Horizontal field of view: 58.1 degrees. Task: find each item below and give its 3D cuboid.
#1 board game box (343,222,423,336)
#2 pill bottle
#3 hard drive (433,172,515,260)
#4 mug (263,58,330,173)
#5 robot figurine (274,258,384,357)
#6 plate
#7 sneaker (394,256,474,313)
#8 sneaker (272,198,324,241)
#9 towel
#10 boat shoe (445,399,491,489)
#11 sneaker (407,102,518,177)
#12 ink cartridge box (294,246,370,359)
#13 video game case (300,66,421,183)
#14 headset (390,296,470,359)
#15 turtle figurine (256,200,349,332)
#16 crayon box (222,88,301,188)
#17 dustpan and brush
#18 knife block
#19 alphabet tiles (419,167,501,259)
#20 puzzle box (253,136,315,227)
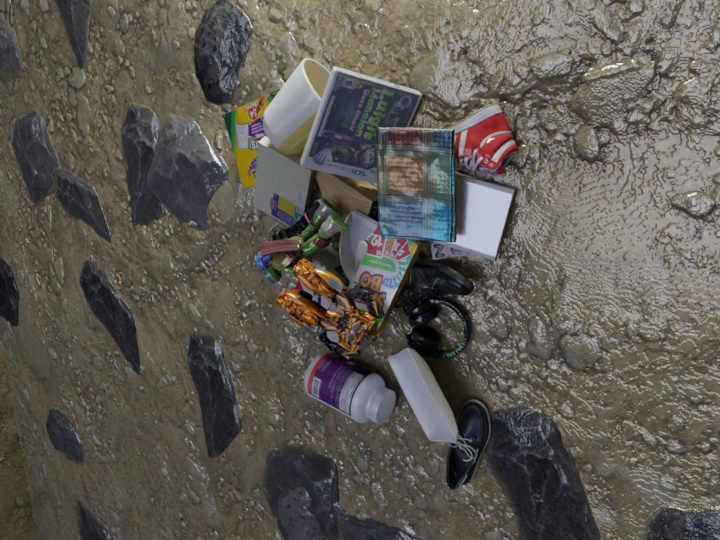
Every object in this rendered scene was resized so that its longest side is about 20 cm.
[{"bbox_3d":[0.036,0.018,1.229,0.095,0.030,0.202,32,108,27],"label":"board game box"},{"bbox_3d":[-0.023,0.266,1.450,0.198,0.112,0.114,21,116,31],"label":"pill bottle"},{"bbox_3d":[0.170,-0.111,1.189,0.198,0.025,0.134,18,109,17],"label":"hard drive"},{"bbox_3d":[-0.107,-0.295,1.282,0.152,0.149,0.188,-35,66,26],"label":"mug"},{"bbox_3d":[-0.055,0.075,1.210,0.199,0.058,0.146,34,108,8],"label":"robot figurine"},{"bbox_3d":[0.130,0.252,1.322,0.202,0.032,0.200,63,165,8],"label":"plate"},{"bbox_3d":[0.122,0.038,1.242,0.198,0.076,0.115,17,70,43],"label":"sneaker"},{"bbox_3d":[-0.133,-0.081,1.396,0.071,0.098,0.200,66,150,19],"label":"sneaker"},{"bbox_3d":[0.096,-0.147,1.133,0.145,0.022,0.203,5,114,20],"label":"towel"},{"bbox_3d":[0.212,0.358,1.325,0.074,0.062,0.202,28,120,30],"label":"boat shoe"},{"bbox_3d":[0.177,-0.192,1.130,0.198,0.071,0.114,-30,81,15],"label":"sneaker"},{"bbox_3d":[-0.045,0.070,1.421,0.200,0.083,0.146,40,125,22],"label":"ink cartridge box"},{"bbox_3d":[-0.001,-0.267,1.228,0.023,0.179,0.202,-112,38,-48],"label":"video game case"},{"bbox_3d":[0.119,0.117,1.300,0.197,0.094,0.125,1,105,26],"label":"headset"},{"bbox_3d":[-0.088,-0.025,1.307,0.200,0.144,0.194,42,105,2],"label":"turtle figurine"},{"bbox_3d":[-0.204,-0.291,1.447,0.198,0.058,0.175,-10,98,40],"label":"crayon box"},{"bbox_3d":[0.000,0.000,1.300,0.139,0.057,0.202,32,126,27],"label":"dustpan and brush"},{"bbox_3d":[0.013,-0.142,1.320,0.174,0.064,0.203,-15,94,40],"label":"knife block"},{"bbox_3d":[0.155,-0.105,1.217,0.197,0.008,0.170,-6,101,22],"label":"alphabet tiles"},{"bbox_3d":[-0.169,-0.182,1.412,0.132,0.026,0.201,30,143,8],"label":"puzzle box"}]
